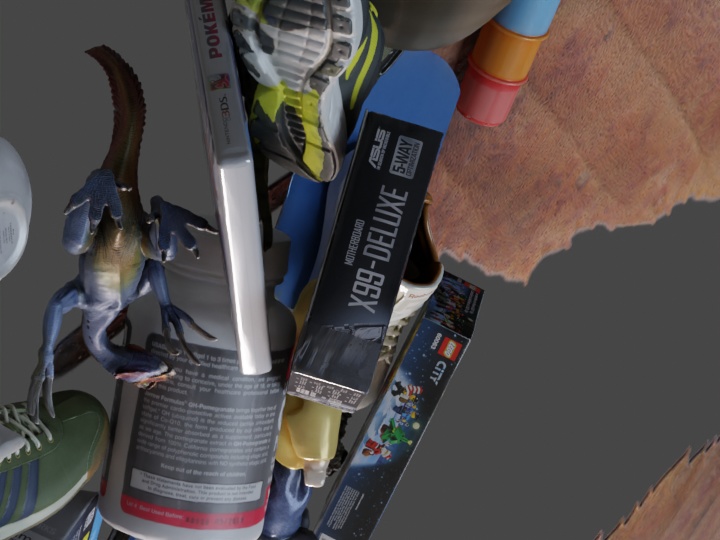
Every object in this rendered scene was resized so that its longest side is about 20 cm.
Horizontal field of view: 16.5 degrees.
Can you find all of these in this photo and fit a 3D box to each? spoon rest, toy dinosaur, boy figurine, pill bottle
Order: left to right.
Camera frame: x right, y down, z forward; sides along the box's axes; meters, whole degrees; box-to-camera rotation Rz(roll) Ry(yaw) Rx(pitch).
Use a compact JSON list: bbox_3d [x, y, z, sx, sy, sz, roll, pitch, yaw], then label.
[{"bbox_3d":[-0.228,0.015,1.421,0.099,0.060,0.201,-29,131,-45],"label":"spoon rest"},{"bbox_3d":[-0.134,-0.004,1.477,0.182,0.104,0.201,128,-31,-70],"label":"toy dinosaur"},{"bbox_3d":[-0.101,0.070,1.599,0.111,0.110,0.201,-7,110,-58],"label":"pill bottle"},{"bbox_3d":[-0.047,-0.120,1.493,0.088,0.047,0.201,-35,129,-48],"label":"toy dinosaur"},{"bbox_3d":[-0.035,0.088,1.659,0.064,0.124,0.201,11,111,-18],"label":"boy figurine"}]

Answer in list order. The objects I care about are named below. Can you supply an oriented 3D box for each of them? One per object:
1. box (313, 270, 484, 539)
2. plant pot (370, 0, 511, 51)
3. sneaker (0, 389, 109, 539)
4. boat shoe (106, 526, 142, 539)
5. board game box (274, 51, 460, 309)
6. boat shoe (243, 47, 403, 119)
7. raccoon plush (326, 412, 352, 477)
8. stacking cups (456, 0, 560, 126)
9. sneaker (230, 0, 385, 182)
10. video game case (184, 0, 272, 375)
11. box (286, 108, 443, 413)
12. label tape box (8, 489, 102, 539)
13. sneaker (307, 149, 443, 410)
[{"bbox_3d":[0.025,0.109,1.761,0.201,0.038,0.137,-64,179,16],"label":"box"},{"bbox_3d":[0.041,-0.222,1.466,0.200,0.200,0.174,-43,170,-23],"label":"plant pot"},{"bbox_3d":[-0.229,0.117,1.512,0.200,0.067,0.090,-34,152,-33],"label":"sneaker"},{"bbox_3d":[-0.145,0.203,1.734,0.072,0.072,0.200,26,108,-19],"label":"boat shoe"},{"bbox_3d":[-0.012,-0.068,1.707,0.158,0.039,0.201,-9,124,-51],"label":"board game box"},{"bbox_3d":[-0.002,-0.161,1.581,0.200,0.073,0.065,-49,170,-8],"label":"boat shoe"},{"bbox_3d":[-0.046,0.066,1.755,0.134,0.097,0.200,-65,154,3],"label":"raccoon plush"},{"bbox_3d":[0.120,-0.191,1.755,0.060,0.060,0.201,-22,139,-49],"label":"stacking cups"},{"bbox_3d":[-0.025,-0.138,1.404,0.200,0.074,0.085,99,16,-57],"label":"sneaker"},{"bbox_3d":[-0.079,-0.069,1.450,0.023,0.183,0.200,-8,143,-5],"label":"video game case"},{"bbox_3d":[0.000,0.000,1.499,0.200,0.050,0.158,113,-6,-84],"label":"box"},{"bbox_3d":[-0.234,0.219,1.616,0.200,0.066,0.144,-60,170,-59],"label":"label tape box"},{"bbox_3d":[0.010,0.022,1.682,0.073,0.085,0.201,-18,128,-33],"label":"sneaker"}]
